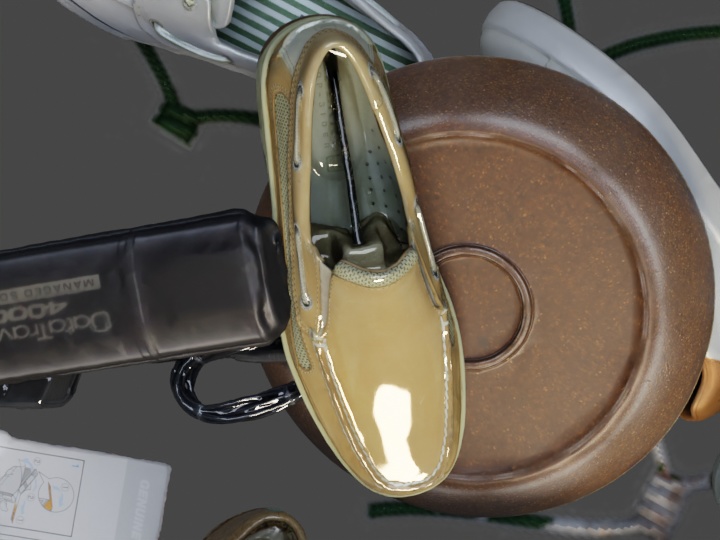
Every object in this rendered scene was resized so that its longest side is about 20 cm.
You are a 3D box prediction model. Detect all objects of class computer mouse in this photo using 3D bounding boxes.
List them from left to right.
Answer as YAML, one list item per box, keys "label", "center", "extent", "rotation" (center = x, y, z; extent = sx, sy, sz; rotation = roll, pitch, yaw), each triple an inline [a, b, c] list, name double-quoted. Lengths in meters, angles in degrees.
- label: "computer mouse"
  center: [-0.108, 0.033, 1.250]
  extent: [0.199, 0.034, 0.059]
  rotation: [5, 91, 7]

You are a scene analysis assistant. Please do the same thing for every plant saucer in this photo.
- label: "plant saucer"
  center: [0.047, 0.012, 1.242]
  extent: [0.200, 0.034, 0.201]
  rotation: [2, 104, 8]

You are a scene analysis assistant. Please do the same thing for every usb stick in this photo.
- label: "usb stick"
  center: [-0.123, 0.016, 1.201]
  extent: [0.200, 0.033, 0.056]
  rotation: [-9, 96, 18]

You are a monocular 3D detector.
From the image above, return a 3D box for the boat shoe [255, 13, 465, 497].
- label: "boat shoe"
  center: [0.000, 0.000, 1.182]
  extent: [0.072, 0.076, 0.200]
  rotation: [-18, 102, -8]

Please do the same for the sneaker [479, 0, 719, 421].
- label: "sneaker"
  center: [0.105, -0.022, 1.270]
  extent: [0.085, 0.073, 0.200]
  rotation: [-40, 90, -10]

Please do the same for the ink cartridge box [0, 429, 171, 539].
- label: "ink cartridge box"
  center: [-0.189, 0.141, 1.225]
  extent: [0.200, 0.050, 0.161]
  rotation: [11, 70, -8]

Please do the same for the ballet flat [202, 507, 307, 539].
- label: "ballet flat"
  center: [-0.047, 0.187, 1.208]
  extent: [0.068, 0.072, 0.200]
  rotation: [12, 65, -9]

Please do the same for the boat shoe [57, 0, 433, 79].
- label: "boat shoe"
  center: [-0.056, -0.124, 1.269]
  extent: [0.200, 0.067, 0.074]
  rotation: [22, 82, -3]

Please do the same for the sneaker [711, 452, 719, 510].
- label: "sneaker"
  center: [0.244, 0.046, 1.270]
  extent: [0.200, 0.089, 0.074]
  rotation: [-40, 87, -9]
